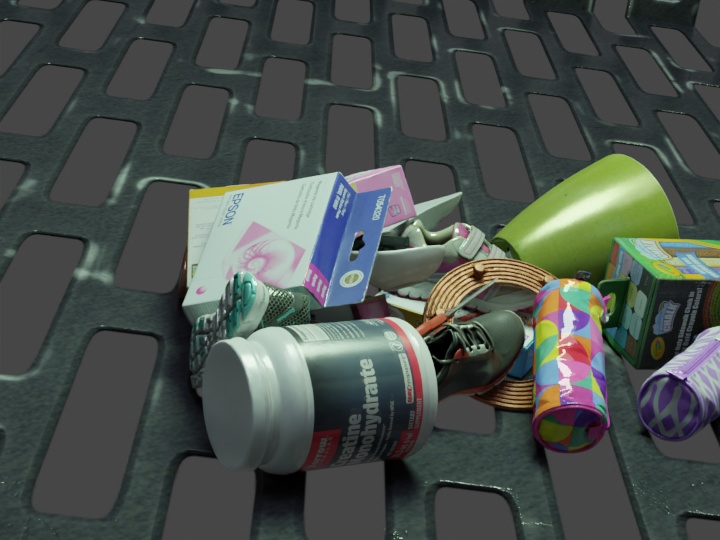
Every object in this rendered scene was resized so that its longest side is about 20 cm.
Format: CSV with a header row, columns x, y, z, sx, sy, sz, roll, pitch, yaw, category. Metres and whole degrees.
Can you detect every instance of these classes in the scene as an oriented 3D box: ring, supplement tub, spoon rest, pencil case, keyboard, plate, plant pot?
x,y,z,sx,sy,sz,roll,pitch,yaw,category
0.168,0.066,1.715,0.198,0.019,0.202,5,53,-7,ring
-0.039,0.121,1.476,0.198,0.142,0.140,-4,25,-28,supplement tub
0.000,0.000,1.679,0.198,0.061,0.099,-16,-6,-17,spoon rest
0.378,0.122,1.703,0.084,0.086,0.200,29,30,21,pencil case
-0.018,0.001,1.775,0.126,0.021,0.199,2,-20,-44,keyboard
0.009,-0.040,1.929,0.198,0.033,0.200,-15,8,34,plate
0.225,0.097,1.627,0.088,0.089,0.201,9,47,0,pencil case
0.268,-0.029,1.936,0.199,0.189,0.187,-20,33,-24,plant pot

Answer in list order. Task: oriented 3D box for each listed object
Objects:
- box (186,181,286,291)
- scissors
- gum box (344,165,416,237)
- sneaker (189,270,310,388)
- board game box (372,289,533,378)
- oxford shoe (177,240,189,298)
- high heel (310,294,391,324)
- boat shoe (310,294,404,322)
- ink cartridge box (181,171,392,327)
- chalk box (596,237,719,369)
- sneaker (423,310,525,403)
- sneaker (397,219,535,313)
x,y,z,sx,sy,sz,roll,pitch,yaw,category
-0.138,-0.023,1.748,0.118,0.042,0.201,-5,43,0,box
0.092,0.051,1.659,0.199,0.073,0.014,-35,79,-26,scissors
-0.023,-0.076,1.879,0.113,0.067,0.200,-20,6,-17,gum box
-0.114,0.071,1.555,0.090,0.200,0.078,9,63,-24,sneaker
0.128,0.055,1.826,0.199,0.041,0.153,18,24,20,board game box
-0.169,-0.014,1.848,0.073,0.071,0.200,17,24,5,oxford shoe
-0.049,0.097,1.673,0.198,0.097,0.067,-15,-6,-16,high heel
-0.045,0.048,1.752,0.198,0.072,0.068,3,23,4,boat shoe
-0.077,-0.028,1.649,0.198,0.044,0.197,-11,37,21,ink cartridge box
0.365,0.039,1.844,0.198,0.126,0.124,3,23,-18,chalk box
0.106,0.089,1.623,0.199,0.082,0.077,-30,64,-31,sneaker
0.130,-0.008,1.806,0.198,0.089,0.081,9,22,0,sneaker
